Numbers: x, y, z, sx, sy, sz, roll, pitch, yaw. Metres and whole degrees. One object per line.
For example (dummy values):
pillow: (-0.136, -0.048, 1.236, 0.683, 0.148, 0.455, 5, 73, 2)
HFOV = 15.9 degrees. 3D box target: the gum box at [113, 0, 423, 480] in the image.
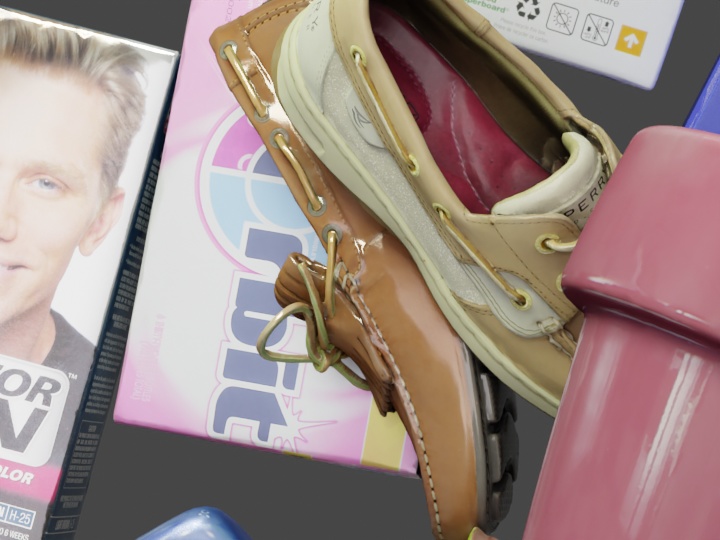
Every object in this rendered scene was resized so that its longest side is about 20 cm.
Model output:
gum box: (-0.015, -0.030, 0.966, 0.113, 0.066, 0.200, 10, 86, 6)

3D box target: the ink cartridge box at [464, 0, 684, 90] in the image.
ink cartridge box: (0.086, -0.170, 0.883, 0.095, 0.037, 0.200, 18, 111, 4)

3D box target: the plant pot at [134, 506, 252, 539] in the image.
plant pot: (-0.058, 0.198, 0.767, 0.200, 0.180, 0.200, -34, 83, 4)

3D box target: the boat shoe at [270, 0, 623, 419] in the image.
boat shoe: (0.055, -0.019, 0.835, 0.200, 0.066, 0.074, 42, 62, -2)

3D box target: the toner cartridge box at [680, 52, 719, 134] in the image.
toner cartridge box: (0.139, -0.054, 0.897, 0.043, 0.095, 0.200, 27, 119, 4)

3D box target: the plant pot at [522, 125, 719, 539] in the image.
plant pot: (0.126, 0.081, 0.718, 0.200, 0.200, 0.179, 26, 88, 6)

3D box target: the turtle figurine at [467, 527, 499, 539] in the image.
turtle figurine: (0.103, 0.143, 0.823, 0.161, 0.200, 0.064, 17, 131, -1)

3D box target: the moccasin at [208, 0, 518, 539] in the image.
moccasin: (0.000, 0.000, 0.890, 0.078, 0.074, 0.202, -21, 87, 8)

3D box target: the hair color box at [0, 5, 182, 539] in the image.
hair color box: (-0.137, 0.004, 0.977, 0.100, 0.061, 0.200, 14, 86, 5)
